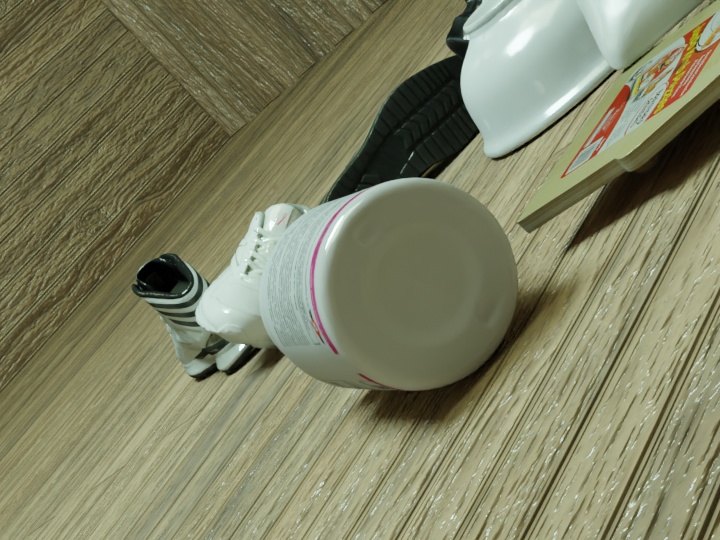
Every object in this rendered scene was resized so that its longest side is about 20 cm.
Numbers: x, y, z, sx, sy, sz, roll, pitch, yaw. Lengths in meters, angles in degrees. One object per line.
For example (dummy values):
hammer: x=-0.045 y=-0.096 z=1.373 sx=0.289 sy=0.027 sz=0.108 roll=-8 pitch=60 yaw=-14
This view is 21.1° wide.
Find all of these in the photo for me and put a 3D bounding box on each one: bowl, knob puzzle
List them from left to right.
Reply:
bowl: x=0.143 y=-0.187 z=1.497 sx=0.201 sy=0.090 sz=0.201 roll=-43 pitch=8 yaw=8
knob puzzle: x=0.194 y=-0.108 z=1.091 sx=0.220 sy=0.030 sz=0.220 roll=-43 pitch=8 yaw=8

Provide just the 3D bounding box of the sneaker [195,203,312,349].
sneaker: x=-0.082 y=-0.005 z=1.604 sx=0.200 sy=0.078 sz=0.100 roll=-70 pitch=-2 yaw=-67

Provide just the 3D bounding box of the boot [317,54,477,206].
boot: x=0.024 y=-0.100 z=1.705 sx=0.200 sy=0.077 sz=0.138 roll=-45 pitch=4 yaw=-14

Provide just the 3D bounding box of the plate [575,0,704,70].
plate: x=0.199 y=-0.253 z=1.238 sx=0.200 sy=0.032 sz=0.200 roll=-41 pitch=40 yaw=20

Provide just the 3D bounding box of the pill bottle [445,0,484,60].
pill bottle: x=0.151 y=-0.266 z=1.639 sx=0.201 sy=0.111 sz=0.112 roll=-66 pitch=12 yaw=-6

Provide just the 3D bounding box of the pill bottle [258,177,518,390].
pill bottle: x=0.007 y=0.011 z=1.111 sx=0.113 sy=0.113 sz=0.200 roll=-46 pitch=9 yaw=-13

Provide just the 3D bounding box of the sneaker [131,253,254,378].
sneaker: x=-0.152 y=0.031 z=1.729 sx=0.076 sy=0.115 sz=0.200 roll=-46 pitch=9 yaw=-15
